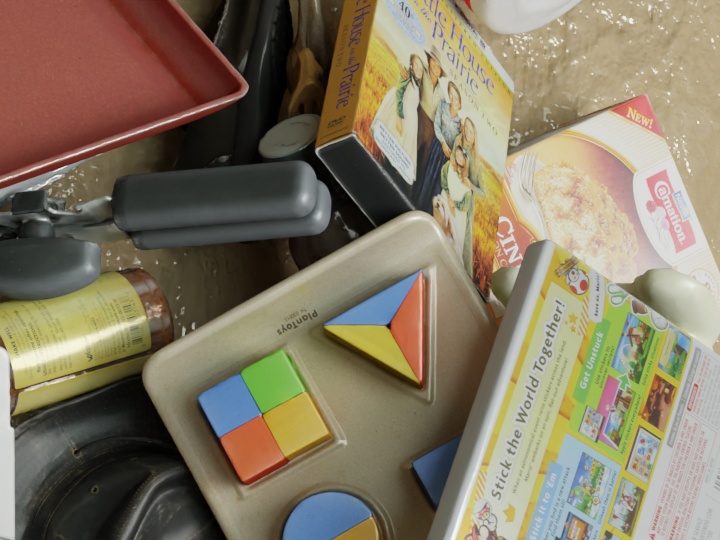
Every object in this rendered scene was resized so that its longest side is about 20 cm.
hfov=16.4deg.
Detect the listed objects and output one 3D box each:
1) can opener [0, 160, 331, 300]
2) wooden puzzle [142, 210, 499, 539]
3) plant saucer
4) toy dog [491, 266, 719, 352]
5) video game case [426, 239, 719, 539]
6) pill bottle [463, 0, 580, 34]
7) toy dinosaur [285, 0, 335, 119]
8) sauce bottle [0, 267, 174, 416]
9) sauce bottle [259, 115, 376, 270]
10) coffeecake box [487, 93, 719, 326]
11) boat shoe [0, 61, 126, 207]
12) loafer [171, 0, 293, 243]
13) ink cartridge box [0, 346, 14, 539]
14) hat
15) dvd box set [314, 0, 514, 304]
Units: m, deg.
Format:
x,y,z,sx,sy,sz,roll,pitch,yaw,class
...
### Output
x,y,z,sx,sy,sz,roll,pitch,yaw,class
-0.115,-0.021,1.381,0.053,0.200,0.067,50,34,-65,can opener
0.005,0.093,1.348,0.185,0.046,0.200,-29,85,-3,wooden puzzle
-0.198,-0.123,1.386,0.200,0.037,0.200,-23,58,-31,plant saucer
0.127,0.120,1.457,0.194,0.139,0.200,58,46,-52,toy dog
0.132,0.112,1.340,0.182,0.023,0.200,33,62,-25,video game case
0.066,-0.251,1.540,0.111,0.111,0.200,-21,64,-32,pill bottle
-0.027,-0.125,1.485,0.060,0.106,0.200,-11,117,-11,toy dinosaur
-0.201,0.049,1.385,0.200,0.066,0.066,-15,89,-33,sauce bottle
0.000,0.000,1.451,0.065,0.065,0.200,-44,126,-29,sauce bottle
0.120,-0.003,1.583,0.200,0.073,0.154,-26,95,-32,coffeecake box
-0.198,-0.069,1.405,0.200,0.069,0.072,-21,93,-32,boat shoe
-0.083,-0.113,1.479,0.071,0.073,0.200,3,62,7,loafer
-0.243,0.134,1.302,0.116,0.068,0.200,-3,102,-24,ink cartridge box
-0.120,0.156,1.385,0.201,0.081,0.201,-1,92,-26,hat
0.036,-0.090,1.456,0.146,0.029,0.200,51,32,-31,dvd box set
